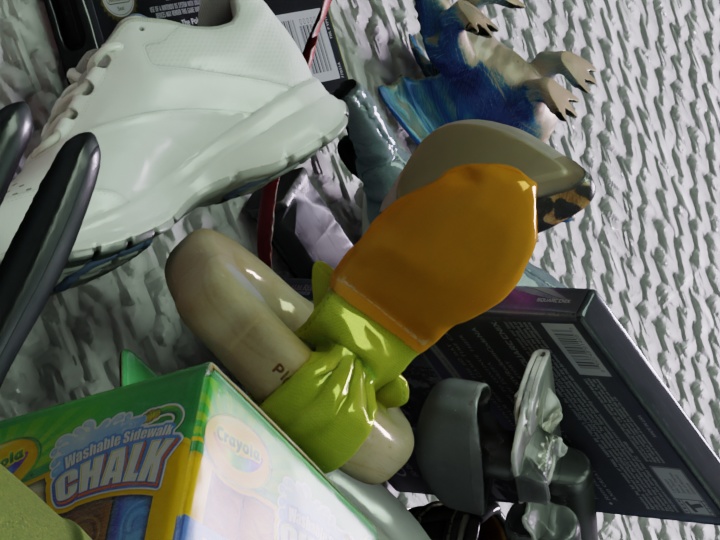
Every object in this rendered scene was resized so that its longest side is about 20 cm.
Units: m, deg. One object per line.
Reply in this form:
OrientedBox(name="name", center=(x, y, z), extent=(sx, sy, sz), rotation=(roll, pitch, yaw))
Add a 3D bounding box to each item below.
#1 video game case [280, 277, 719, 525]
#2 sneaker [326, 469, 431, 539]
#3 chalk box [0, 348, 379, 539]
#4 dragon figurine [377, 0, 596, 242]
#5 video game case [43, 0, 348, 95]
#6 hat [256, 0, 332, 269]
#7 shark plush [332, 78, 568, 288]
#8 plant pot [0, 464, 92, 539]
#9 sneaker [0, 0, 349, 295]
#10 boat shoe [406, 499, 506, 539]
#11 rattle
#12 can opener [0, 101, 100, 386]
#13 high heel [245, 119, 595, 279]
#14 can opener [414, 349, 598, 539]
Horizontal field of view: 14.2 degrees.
OrientedBox(name="video game case", center=(0.055, 0.056, 1.261), extent=(0.143, 0.199, 0.019), rotation=(51, 58, -34))
OrientedBox(name="sneaker", center=(-0.008, 0.144, 1.237), extent=(0.200, 0.073, 0.085), rotation=(47, 66, -19))
OrientedBox(name="chalk box", center=(-0.078, 0.122, 1.073), extent=(0.124, 0.123, 0.201), rotation=(45, 41, -40))
OrientedBox(name="dragon figurine", center=(0.049, -0.096, 1.457), extent=(0.200, 0.099, 0.059), rotation=(44, 39, -12))
OrientedBox(name="video game case", center=(-0.084, -0.151, 1.293), extent=(0.200, 0.025, 0.182), rotation=(-19, 93, -60))
OrientedBox(name="hat", center=(-0.038, -0.142, 1.299), extent=(0.200, 0.165, 0.177), rotation=(-43, 153, -44))
OrientedBox(name="shark plush", center=(0.047, -0.021, 1.395), extent=(0.201, 0.083, 0.091), rotation=(61, 32, -22))
OrientedBox(name="plant pot", center=(-0.191, 0.095, 0.851), extent=(0.193, 0.200, 0.201), rotation=(51, 35, -15))
OrientedBox(name="sneaker", center=(-0.097, -0.050, 1.158), extent=(0.200, 0.074, 0.087), rotation=(-32, 95, -40))
OrientedBox(name="boat shoe", center=(0.067, 0.200, 1.341), extent=(0.072, 0.067, 0.201), rotation=(-40, 112, -60))
OrientedBox(name="rattle", center=(0.000, 0.000, 1.178), extent=(0.143, 0.130, 0.200), rotation=(-61, 173, 6))
OrientedBox(name="can opener", center=(-0.147, 0.037, 1.006), extent=(0.079, 0.063, 0.201), rotation=(-176, -76, -83))
OrientedBox(name="high heel", center=(0.054, 0.008, 1.281), extent=(0.143, 0.199, 0.071), rotation=(55, 53, -25))
OrientedBox(name="can opener", center=(0.064, 0.098, 1.237), extent=(0.200, 0.067, 0.054), rotation=(79, 24, -58))
